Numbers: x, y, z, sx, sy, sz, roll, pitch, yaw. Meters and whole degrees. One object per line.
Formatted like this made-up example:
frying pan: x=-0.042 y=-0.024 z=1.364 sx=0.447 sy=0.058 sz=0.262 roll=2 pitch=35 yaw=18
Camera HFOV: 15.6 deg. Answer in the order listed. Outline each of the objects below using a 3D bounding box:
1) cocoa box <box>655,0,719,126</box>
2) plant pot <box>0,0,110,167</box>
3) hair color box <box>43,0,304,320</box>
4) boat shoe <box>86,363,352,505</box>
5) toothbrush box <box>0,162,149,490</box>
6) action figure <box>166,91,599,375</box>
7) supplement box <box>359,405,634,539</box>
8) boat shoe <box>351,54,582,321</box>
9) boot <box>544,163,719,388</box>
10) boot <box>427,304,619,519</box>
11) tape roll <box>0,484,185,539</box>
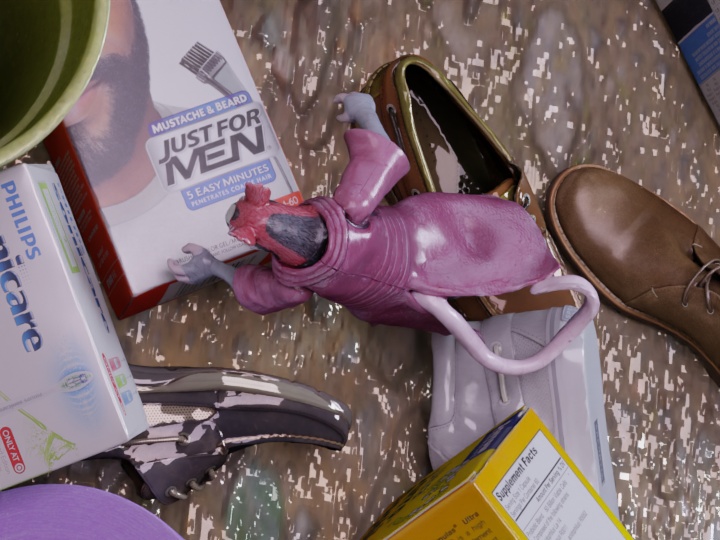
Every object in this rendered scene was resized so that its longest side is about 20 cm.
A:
cocoa box: x=0.290 y=-0.175 z=1.515 sx=0.199 sy=0.133 sz=0.132 roll=-24 pitch=83 yaw=-19
plant pot: x=-0.240 y=-0.116 z=1.332 sx=0.199 sy=0.184 sz=0.202 roll=4 pitch=75 yaw=-15
hair color box: x=-0.116 y=-0.089 z=1.423 sx=0.110 sy=0.064 sz=0.201 roll=-21 pitch=82 yaw=-18
boat shoe: x=-0.105 y=0.086 z=1.386 sx=0.198 sy=0.074 sz=0.074 roll=6 pitch=85 yaw=-5
toothbrush box: x=-0.225 y=0.049 z=1.306 sx=0.199 sy=0.086 sz=0.147 roll=-20 pitch=90 yaw=2
action figure: x=0.000 y=0.000 z=1.341 sx=0.199 sy=0.134 sz=0.149 roll=10 pitch=34 yaw=-53
supplement box: x=0.094 y=0.191 z=1.344 sx=0.200 sy=0.109 sz=0.109 roll=52 pitch=26 yaw=-1
boat shoe: x=0.063 y=-0.027 z=1.452 sx=0.072 sy=0.068 sz=0.200 roll=-36 pitch=89 yaw=-22
boot: x=0.192 y=0.006 z=1.477 sx=0.200 sy=0.075 sz=0.074 roll=41 pitch=72 yaw=-1
boot: x=0.087 y=0.122 z=1.432 sx=0.095 sy=0.074 sz=0.202 roll=-5 pitch=91 yaw=15
tape roll: x=-0.151 y=0.210 z=1.293 sx=0.199 sy=0.066 sz=0.202 roll=-5 pitch=68 yaw=13
